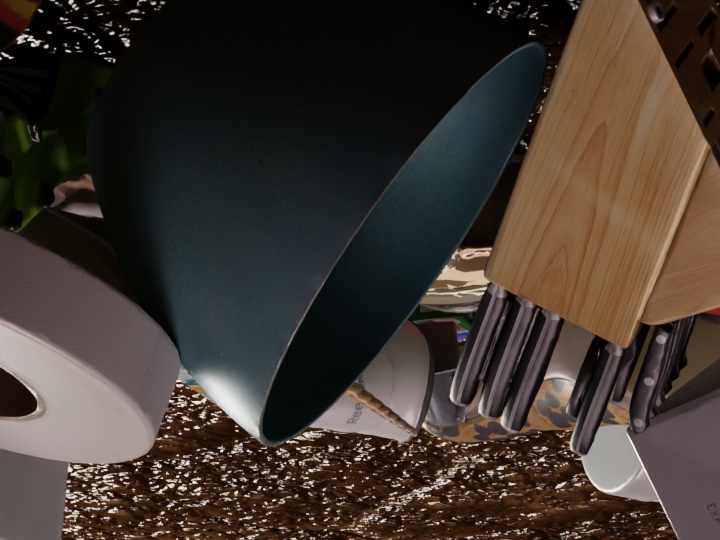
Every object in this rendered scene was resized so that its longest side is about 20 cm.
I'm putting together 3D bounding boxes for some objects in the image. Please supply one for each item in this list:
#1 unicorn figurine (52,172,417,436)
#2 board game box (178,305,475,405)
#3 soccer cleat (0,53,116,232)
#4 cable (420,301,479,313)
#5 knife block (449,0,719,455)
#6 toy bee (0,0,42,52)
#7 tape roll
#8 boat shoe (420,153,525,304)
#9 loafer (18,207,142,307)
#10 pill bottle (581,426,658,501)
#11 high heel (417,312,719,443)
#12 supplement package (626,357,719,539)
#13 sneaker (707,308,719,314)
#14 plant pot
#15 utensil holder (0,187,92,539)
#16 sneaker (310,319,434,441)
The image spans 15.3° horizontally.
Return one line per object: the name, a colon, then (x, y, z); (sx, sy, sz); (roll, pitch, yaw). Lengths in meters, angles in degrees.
unicorn figurine: (-0.082, 0.012, 1.236); (0.137, 0.200, 0.074); (-28, 161, 13)
board game box: (-0.011, 0.045, 1.551); (0.200, 0.029, 0.135); (-7, 159, 20)
soccer cleat: (-0.163, -0.054, 1.137); (0.081, 0.068, 0.200); (3, -166, 18)
cable: (0.000, 0.000, 1.345); (0.200, 0.097, 0.050); (-4, 123, 5)
knife block: (0.088, -0.025, 1.116); (0.175, 0.064, 0.200); (-17, 110, 32)
toy bee: (-0.219, -0.091, 1.068); (0.200, 0.109, 0.131); (1, -171, 17)
tape roll: (-0.172, 0.022, 1.084); (0.203, 0.037, 0.203); (16, 160, 6)
boat shoe: (0.016, -0.028, 1.284); (0.200, 0.074, 0.066); (-7, 145, 10)
loafer: (-0.164, -0.002, 1.188); (0.200, 0.076, 0.068); (27, -166, 27)
pill bottle: (0.235, 0.095, 1.550); (0.200, 0.114, 0.114); (10, 158, -22)
high heel: (0.124, 0.057, 1.398); (0.200, 0.072, 0.143); (1, 163, 7)
supplement package: (0.225, 0.078, 1.207); (0.120, 0.121, 0.200); (-27, 180, 27)
sneaker: (0.239, -0.014, 1.324); (0.201, 0.067, 0.108); (14, 155, -40)
plant pot: (-0.033, -0.048, 1.114); (0.135, 0.200, 0.200); (35, 163, 11)
utensil holder: (-0.221, 0.048, 1.323); (0.170, 0.200, 0.170); (1, 159, 0)
sneaker: (-0.048, 0.029, 1.358); (0.087, 0.075, 0.200); (1, -166, -38)
